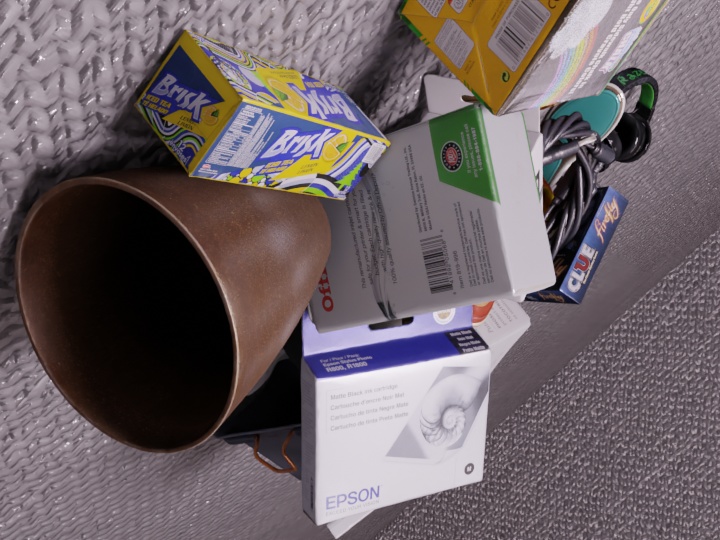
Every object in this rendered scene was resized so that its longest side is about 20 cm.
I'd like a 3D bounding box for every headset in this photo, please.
[{"bbox_3d":[0.315,-0.175,1.218,0.122,0.094,0.202,-19,137,-36],"label":"headset"}]

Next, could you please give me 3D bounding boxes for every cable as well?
[{"bbox_3d":[0.190,-0.070,0.996,0.201,0.051,0.163,-51,147,9],"label":"cable"}]

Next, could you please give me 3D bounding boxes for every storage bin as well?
[{"bbox_3d":[-0.042,0.162,1.000,0.198,0.134,0.147,-17,-140,40],"label":"storage bin"}]

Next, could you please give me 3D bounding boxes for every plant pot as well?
[{"bbox_3d":[-0.108,-0.002,0.674,0.188,0.187,0.200,-53,170,34],"label":"plant pot"}]

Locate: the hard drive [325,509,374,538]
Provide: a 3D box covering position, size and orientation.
[{"bbox_3d":[0.042,0.214,1.044,0.199,0.026,0.132,-37,-177,-4],"label":"hard drive"}]

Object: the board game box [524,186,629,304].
[{"bbox_3d":[0.226,-0.029,1.128,0.137,0.034,0.200,-62,-162,-10],"label":"board game box"}]

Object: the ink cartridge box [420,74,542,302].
[{"bbox_3d":[0.105,-0.072,0.857,0.068,0.115,0.202,-58,151,-35],"label":"ink cartridge box"}]

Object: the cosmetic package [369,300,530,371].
[{"bbox_3d":[0.063,0.082,1.143,0.198,0.167,0.168,-24,156,-33],"label":"cosmetic package"}]

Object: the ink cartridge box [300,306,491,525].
[{"bbox_3d":[0.036,0.125,0.893,0.197,0.040,0.203,-8,106,-28],"label":"ink cartridge box"}]

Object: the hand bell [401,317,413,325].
[{"bbox_3d":[0.071,0.093,0.986,0.102,0.203,0.104,0,165,0],"label":"hand bell"}]

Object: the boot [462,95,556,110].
[{"bbox_3d":[0.160,-0.174,0.923,0.155,0.077,0.201,-19,145,-53],"label":"boot"}]

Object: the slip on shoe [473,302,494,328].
[{"bbox_3d":[0.148,-0.021,1.105,0.062,0.073,0.201,116,-3,-48],"label":"slip on shoe"}]

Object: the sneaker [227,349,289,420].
[{"bbox_3d":[-0.125,0.082,0.969,0.200,0.076,0.077,-47,139,14],"label":"sneaker"}]

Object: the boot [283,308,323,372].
[{"bbox_3d":[0.000,0.000,0.913,0.173,0.069,0.203,-24,126,-33],"label":"boot"}]

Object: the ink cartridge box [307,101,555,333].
[{"bbox_3d":[0.044,-0.038,0.767,0.198,0.149,0.083,-12,178,36],"label":"ink cartridge box"}]

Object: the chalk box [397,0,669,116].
[{"bbox_3d":[0.153,-0.217,0.724,0.199,0.124,0.125,-20,152,-45],"label":"chalk box"}]

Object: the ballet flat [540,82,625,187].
[{"bbox_3d":[0.248,-0.162,1.120,0.069,0.070,0.200,-21,158,-41],"label":"ballet flat"}]

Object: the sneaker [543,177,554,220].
[{"bbox_3d":[0.160,-0.095,1.051,0.198,0.078,0.073,4,136,-43],"label":"sneaker"}]

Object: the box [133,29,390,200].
[{"bbox_3d":[-0.060,-0.103,0.659,0.064,0.070,0.199,-48,159,19],"label":"box"}]
